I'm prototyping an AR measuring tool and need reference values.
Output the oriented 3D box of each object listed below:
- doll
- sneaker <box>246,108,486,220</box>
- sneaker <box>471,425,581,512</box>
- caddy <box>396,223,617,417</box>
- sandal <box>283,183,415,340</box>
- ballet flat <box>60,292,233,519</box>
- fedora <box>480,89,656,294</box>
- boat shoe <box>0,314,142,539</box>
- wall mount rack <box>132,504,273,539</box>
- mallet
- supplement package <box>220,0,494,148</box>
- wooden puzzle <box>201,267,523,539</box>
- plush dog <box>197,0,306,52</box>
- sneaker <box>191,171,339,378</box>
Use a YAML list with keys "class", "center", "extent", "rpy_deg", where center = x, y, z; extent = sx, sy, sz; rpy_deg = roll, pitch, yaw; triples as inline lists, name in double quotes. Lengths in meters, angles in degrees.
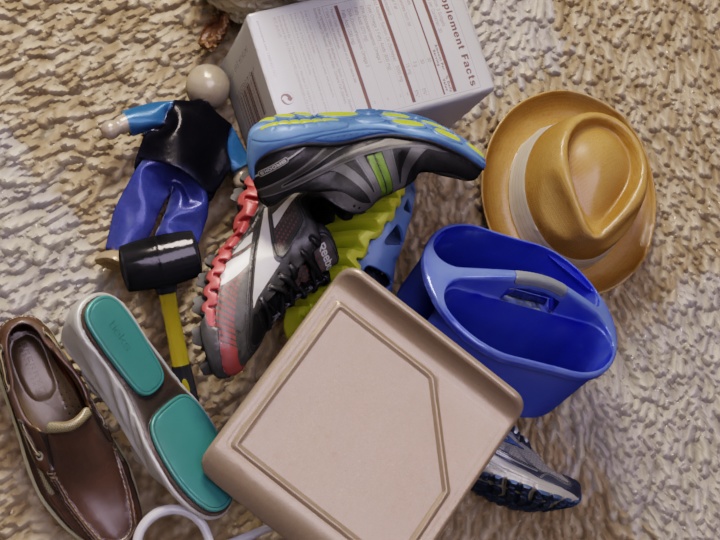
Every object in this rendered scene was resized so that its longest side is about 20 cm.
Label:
- class: "doll"
  center: [-0.159, -0.089, 1.104]
  extent: [0.135, 0.048, 0.202]
  rpy_deg: [25, 71, -14]
- class: "sneaker"
  center: [0.004, -0.084, 1.043]
  extent: [0.197, 0.071, 0.084]
  rpy_deg: [-3, 110, -18]
- class: "sneaker"
  center: [0.111, 0.144, 1.125]
  extent: [0.198, 0.077, 0.086]
  rpy_deg: [26, 66, -11]
- class: "caddy"
  center: [0.126, 0.037, 1.102]
  extent: [0.198, 0.105, 0.143]
  rpy_deg: [15, 46, -28]
- class: "sandal"
  center: [0.000, 0.000, 1.131]
  extent: [0.087, 0.079, 0.202]
  rpy_deg: [49, 56, -41]
- class: "ballet flat"
  center: [-0.170, 0.110, 1.025]
  extent: [0.069, 0.069, 0.201]
  rpy_deg: [-35, 95, -21]
- class: "fedora"
  center: [0.207, -0.079, 1.199]
  extent: [0.198, 0.082, 0.204]
  rpy_deg: [4, 77, -16]
- class: "boat shoe"
  center: [-0.233, 0.129, 1.017]
  extent: [0.074, 0.075, 0.204]
  rpy_deg: [-30, 88, -21]
- class: "wall mount rack"
  center: [-0.105, 0.276, 1.030]
  extent: [0.172, 0.075, 0.203]
  rpy_deg: [-16, 83, -17]
- class: "mallet"
  center: [-0.157, 0.070, 1.052]
  extent: [0.065, 0.041, 0.203]
  rpy_deg: [-4, 100, -12]
- class: "supplement package"
  center: [-0.005, -0.170, 1.135]
  extent: [0.198, 0.117, 0.119]
  rpy_deg: [-17, 83, -21]
- class: "wooden puzzle"
  center: [0.003, 0.129, 1.018]
  extent: [0.184, 0.037, 0.201]
  rpy_deg: [37, 79, 1]
- class: "plush dog"
  center: [-0.085, -0.281, 1.096]
  extent: [0.199, 0.172, 0.161]
  rpy_deg: [37, 70, 2]
- class: "sneaker"
  center: [-0.071, 0.001, 1.050]
  extent: [0.097, 0.071, 0.202]
  rpy_deg: [7, 53, 14]
